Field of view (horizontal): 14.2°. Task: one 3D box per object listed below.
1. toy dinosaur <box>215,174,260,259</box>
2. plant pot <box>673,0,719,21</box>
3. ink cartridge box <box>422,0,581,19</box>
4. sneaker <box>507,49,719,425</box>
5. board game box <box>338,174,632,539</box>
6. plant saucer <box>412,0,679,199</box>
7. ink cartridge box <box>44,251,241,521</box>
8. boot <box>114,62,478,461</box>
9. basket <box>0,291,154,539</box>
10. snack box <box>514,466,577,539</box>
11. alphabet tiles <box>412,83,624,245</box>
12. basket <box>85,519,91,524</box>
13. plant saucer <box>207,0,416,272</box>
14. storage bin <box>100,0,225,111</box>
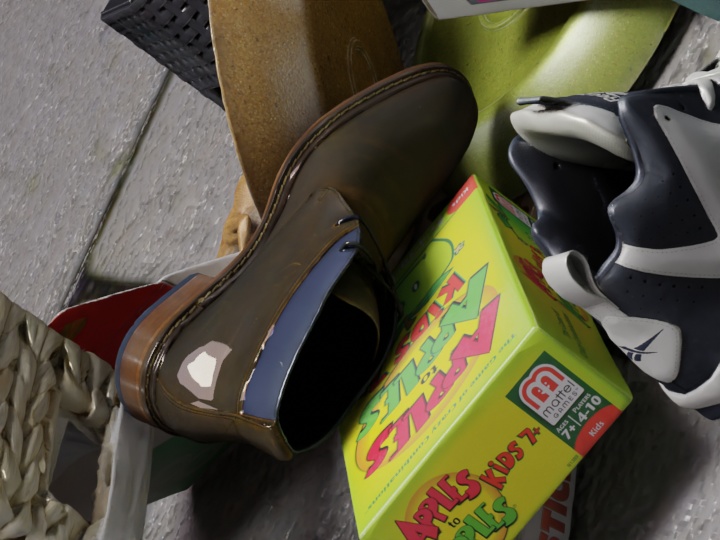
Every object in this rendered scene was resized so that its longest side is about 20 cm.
[{"bbox_3d":[-0.035,-0.058,1.414,0.201,0.060,0.106,-64,23,-4],"label":"toy dinosaur"},{"bbox_3d":[0.159,-0.151,0.946,0.199,0.141,0.142,8,70,42],"label":"plant pot"},{"bbox_3d":[0.120,-0.160,1.185,0.199,0.037,0.095,-7,54,29],"label":"ink cartridge box"},{"bbox_3d":[0.117,-0.057,1.022,0.079,0.129,0.200,-10,56,60],"label":"sneaker"},{"bbox_3d":[0.040,0.040,1.116,0.102,0.048,0.200,-50,14,11],"label":"board game box"},{"bbox_3d":[0.079,-0.124,1.275,0.200,0.031,0.201,-45,30,34],"label":"plant saucer"},{"bbox_3d":[-0.102,0.060,1.294,0.161,0.050,0.200,-45,-13,32],"label":"ink cartridge box"},{"bbox_3d":[0.000,0.000,1.159,0.200,0.075,0.097,-48,37,-16],"label":"boot"},{"bbox_3d":[-0.195,0.107,1.161,0.200,0.123,0.136,-37,27,25],"label":"basket"},{"bbox_3d":[0.044,0.147,1.082,0.072,0.024,0.201,-36,35,46],"label":"snack box"},{"bbox_3d":[0.083,-0.103,1.290,0.167,0.008,0.201,-7,58,61],"label":"alphabet tiles"},{"bbox_3d":[-0.167,0.215,1.288,0.200,0.142,0.150,-38,33,43],"label":"basket"},{"bbox_3d":[-0.013,-0.078,1.270,0.035,0.201,0.201,-13,44,16],"label":"plant saucer"},{"bbox_3d":[-0.031,-0.182,1.437,0.200,0.094,0.135,-55,12,-7],"label":"storage bin"}]
